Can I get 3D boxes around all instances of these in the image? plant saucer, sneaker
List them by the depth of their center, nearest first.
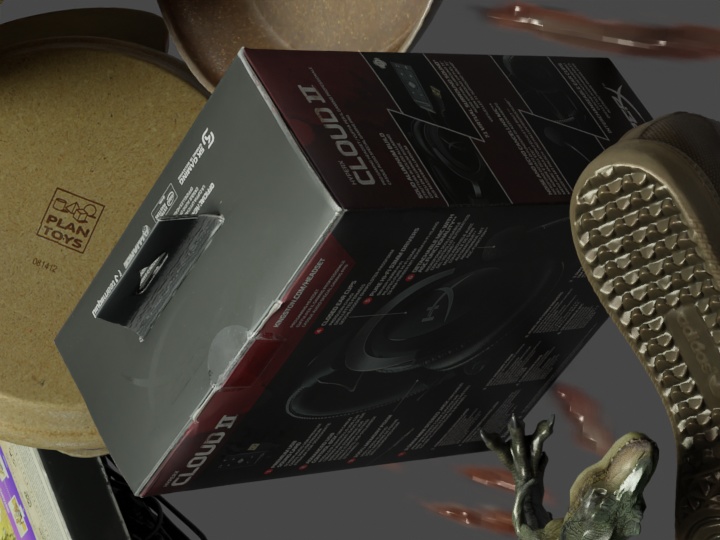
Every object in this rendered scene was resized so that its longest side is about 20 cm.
[{"bbox_3d":[0.137,0.041,0.822,0.070,0.076,0.200,-12,104,38],"label":"sneaker"},{"bbox_3d":[-0.016,-0.159,1.002,0.200,0.037,0.201,3,94,49],"label":"plant saucer"}]

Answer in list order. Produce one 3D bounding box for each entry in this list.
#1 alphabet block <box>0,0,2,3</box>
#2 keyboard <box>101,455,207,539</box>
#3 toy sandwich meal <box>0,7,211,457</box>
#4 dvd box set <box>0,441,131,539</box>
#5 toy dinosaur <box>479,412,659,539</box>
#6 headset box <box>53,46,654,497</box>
[{"bbox_3d":[-0.209,-0.197,1.012,0.200,0.195,0.196,-53,18,-7],"label":"alphabet block"},{"bbox_3d":[-0.095,0.135,1.113,0.200,0.040,0.104,45,146,37],"label":"keyboard"},{"bbox_3d":[-0.124,-0.014,1.054,0.070,0.205,0.206,100,153,-70],"label":"toy sandwich meal"},{"bbox_3d":[-0.157,0.135,1.131,0.147,0.029,0.200,66,148,19],"label":"dvd box set"},{"bbox_3d":[0.074,0.106,0.864,0.200,0.047,0.088,84,175,-49],"label":"toy dinosaur"},{"bbox_3d":[0.000,0.000,0.866,0.149,0.200,0.077,-54,54,35],"label":"headset box"}]
